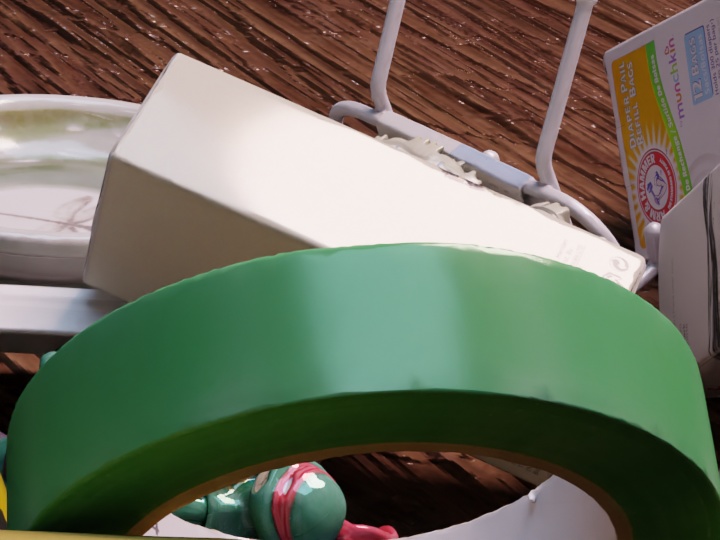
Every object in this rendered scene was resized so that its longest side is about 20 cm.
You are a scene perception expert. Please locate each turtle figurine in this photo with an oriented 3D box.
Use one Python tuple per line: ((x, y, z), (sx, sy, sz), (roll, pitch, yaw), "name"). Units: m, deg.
((-0.061, 0.063, 0.968), (0.200, 0.101, 0.150), (2, -4, 45), "turtle figurine")

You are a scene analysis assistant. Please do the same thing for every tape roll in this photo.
((0.001, 0.065, 0.764), (0.200, 0.200, 0.048), (1, 56, -10), "tape roll")

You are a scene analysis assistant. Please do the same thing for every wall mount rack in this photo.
((0.064, -0.071, 1.241), (0.075, 0.174, 0.200), (-40, 42, -23), "wall mount rack")

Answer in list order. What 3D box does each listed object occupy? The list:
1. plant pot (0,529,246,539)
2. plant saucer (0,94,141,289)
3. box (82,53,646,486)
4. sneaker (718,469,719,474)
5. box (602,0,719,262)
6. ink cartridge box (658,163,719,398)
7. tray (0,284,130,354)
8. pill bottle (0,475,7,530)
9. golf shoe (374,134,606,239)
((-0.094, 0.149, 0.638), (0.200, 0.200, 0.176), (3, 10, -6), "plant pot")
((-0.143, -0.029, 1.253), (0.200, 0.050, 0.200), (5, 21, -2), "plant saucer")
((0.000, 0.000, 1.034), (0.200, 0.082, 0.068), (25, 49, 4), "box")
((0.206, 0.084, 1.017), (0.090, 0.067, 0.200), (20, 23, 39), "sneaker")
((0.209, -0.076, 1.254), (0.101, 0.113, 0.200), (-5, -8, -25), "box")
((0.213, -0.006, 1.091), (0.146, 0.084, 0.200), (1, -13, -9), "ink cartridge box")
((-0.082, 0.023, 1.099), (0.200, 0.022, 0.107), (3, -7, -13), "tray")
((-0.154, 0.104, 0.828), (0.111, 0.111, 0.200), (-2, 23, -17), "pill bottle")
((0.021, -0.002, 1.196), (0.097, 0.078, 0.200), (-26, 29, -30), "golf shoe")
